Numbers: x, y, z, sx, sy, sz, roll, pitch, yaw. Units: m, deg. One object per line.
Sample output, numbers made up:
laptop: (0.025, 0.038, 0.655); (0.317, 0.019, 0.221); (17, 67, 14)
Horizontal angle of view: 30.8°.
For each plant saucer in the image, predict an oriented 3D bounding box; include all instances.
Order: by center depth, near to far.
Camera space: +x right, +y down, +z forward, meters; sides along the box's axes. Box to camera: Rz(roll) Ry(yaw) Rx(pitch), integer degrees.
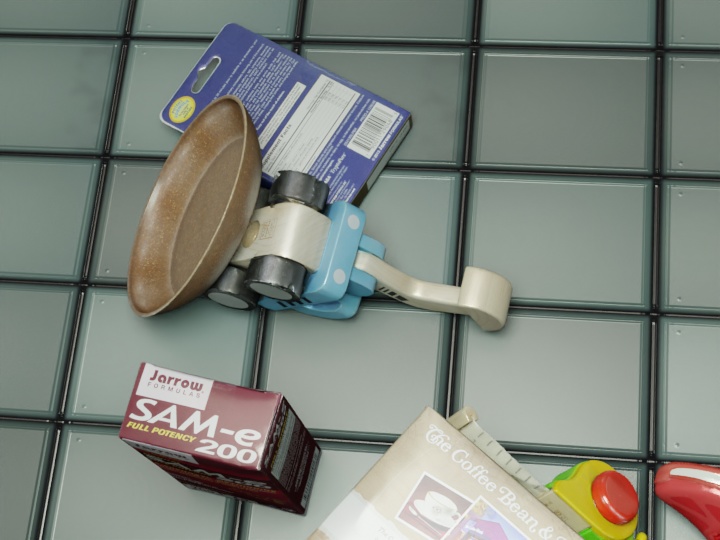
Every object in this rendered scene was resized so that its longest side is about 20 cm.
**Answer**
plant saucer: (-0.134, -0.049, 1.100); (0.037, 0.200, 0.201); (24, 70, -26)

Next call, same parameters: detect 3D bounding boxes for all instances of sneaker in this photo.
sneaker: (0.298, 0.230, 0.977); (0.200, 0.078, 0.116); (25, 74, 16)

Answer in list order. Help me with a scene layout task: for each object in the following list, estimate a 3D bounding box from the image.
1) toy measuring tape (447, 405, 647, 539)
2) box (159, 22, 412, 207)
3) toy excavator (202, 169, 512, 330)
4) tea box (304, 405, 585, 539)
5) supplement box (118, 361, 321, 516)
toy measuring tape: (0.151, 0.158, 1.006); (0.200, 0.074, 0.074); (42, 78, -10)
box: (-0.068, -0.134, 1.180); (0.200, 0.032, 0.121); (30, 76, 15)
toy excavator: (0.000, 0.000, 1.093); (0.194, 0.200, 0.100); (-10, 61, 52)
tea box: (0.086, 0.227, 0.940); (0.200, 0.197, 0.134); (40, 79, 19)
supplement box: (-0.100, 0.133, 0.996); (0.109, 0.200, 0.061); (11, 72, 12)
